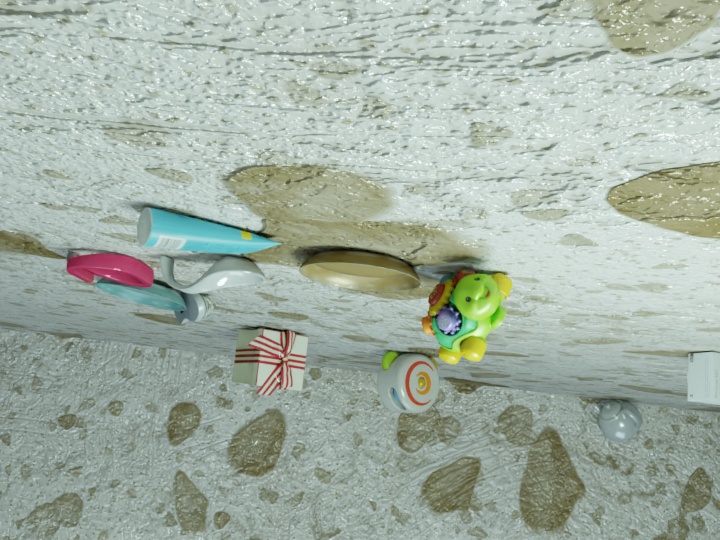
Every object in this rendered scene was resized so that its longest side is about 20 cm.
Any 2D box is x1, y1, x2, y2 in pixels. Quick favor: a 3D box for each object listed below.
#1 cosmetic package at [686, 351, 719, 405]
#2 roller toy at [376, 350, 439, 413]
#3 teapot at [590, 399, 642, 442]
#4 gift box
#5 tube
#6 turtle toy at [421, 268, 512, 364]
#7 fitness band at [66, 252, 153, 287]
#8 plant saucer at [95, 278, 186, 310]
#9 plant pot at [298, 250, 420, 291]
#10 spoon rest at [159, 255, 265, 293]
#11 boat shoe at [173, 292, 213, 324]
[{"bbox_3d":[0.856,0.256,1.753,0.196,0.116,0.081,9,169,-21],"label":"cosmetic package"},{"bbox_3d":[0.158,0.357,2.412,0.197,0.187,0.139,15,164,-37],"label":"roller toy"},{"bbox_3d":[1.113,0.633,3.294,0.199,0.198,0.146,-33,108,28],"label":"teapot"},{"bbox_3d":[-0.272,0.268,2.225,0.197,0.189,0.185,7,172,-37],"label":"gift box"},{"bbox_3d":[-0.214,-0.046,1.074,0.197,0.052,0.077,10,173,-39],"label":"tube"},{"bbox_3d":[0.162,0.056,1.169,0.100,0.148,0.200,31,162,-12],"label":"turtle toy"},{"bbox_3d":[-0.472,-0.001,1.443,0.140,0.038,0.200,3,169,2],"label":"fitness band"},{"bbox_3d":[-0.468,0.046,1.635,0.196,0.028,0.200,13,167,3],"label":"plant saucer"},{"bbox_3d":[0.000,0.000,1.212,0.195,0.028,0.200,6,167,1],"label":"plant pot"},{"bbox_3d":[-0.257,0.010,1.310,0.196,0.062,0.099,3,168,21],"label":"spoon rest"},{"bbox_3d":[-0.367,0.079,1.713,0.069,0.072,0.199,-19,176,-27],"label":"boat shoe"}]
